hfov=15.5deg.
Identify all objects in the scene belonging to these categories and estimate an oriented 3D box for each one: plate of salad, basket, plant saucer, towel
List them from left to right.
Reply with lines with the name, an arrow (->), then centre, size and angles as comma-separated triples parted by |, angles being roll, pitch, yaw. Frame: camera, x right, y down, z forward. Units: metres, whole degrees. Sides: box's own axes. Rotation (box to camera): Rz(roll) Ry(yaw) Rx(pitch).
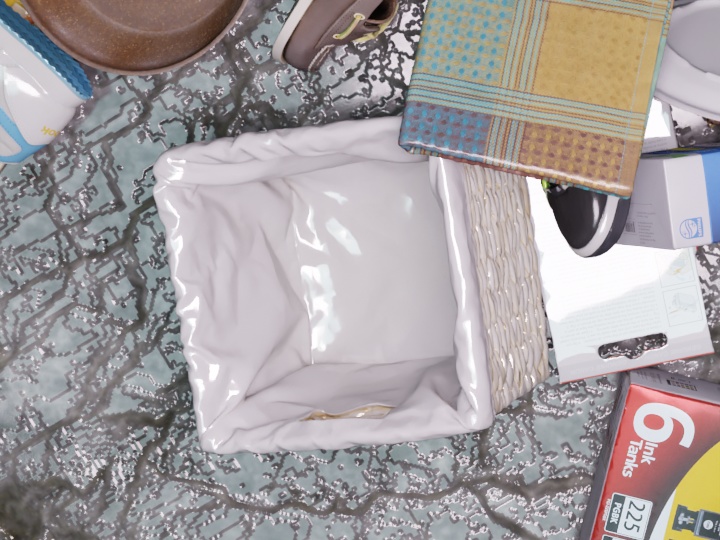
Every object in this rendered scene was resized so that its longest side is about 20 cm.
plant saucer -> -0.142, -0.227, 1.712 | 0.200, 0.037, 0.200 | 6, 102, 27
basket -> 0.000, 0.000, 1.670 | 0.198, 0.161, 0.200 | -7, 97, 23
towel -> 0.110, -0.147, 1.579 | 0.147, 0.022, 0.200 | 12, 69, 1
plate of salad -> 0.254, -0.122, 1.650 | 0.200, 0.200, 0.048 | 7, 120, 3

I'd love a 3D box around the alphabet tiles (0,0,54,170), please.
alphabet tiles -> -0.305, -0.149, 1.772 | 0.200, 0.006, 0.166 | 36, 97, -1

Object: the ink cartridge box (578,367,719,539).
ink cartridge box -> 0.235, 0.181, 1.733 | 0.176, 0.084, 0.200 | 13, 98, 1

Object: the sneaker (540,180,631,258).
sneaker -> 0.109, -0.101, 1.656 | 0.083, 0.072, 0.200 | -4, 75, -26

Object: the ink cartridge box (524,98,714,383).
ink cartridge box -> 0.161, -0.036, 1.732 | 0.109, 0.050, 0.200 | -11, 97, 5

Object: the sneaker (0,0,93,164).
sneaker -> -0.273, -0.156, 1.730 | 0.200, 0.077, 0.081 | 43, 102, 1

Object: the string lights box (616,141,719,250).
string lights box -> 0.266, -0.056, 1.665 | 0.200, 0.103, 0.059 | -9, 95, -16

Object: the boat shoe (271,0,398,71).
boat shoe -> -0.004, -0.176, 1.665 | 0.060, 0.200, 0.072 | 30, 59, -2
